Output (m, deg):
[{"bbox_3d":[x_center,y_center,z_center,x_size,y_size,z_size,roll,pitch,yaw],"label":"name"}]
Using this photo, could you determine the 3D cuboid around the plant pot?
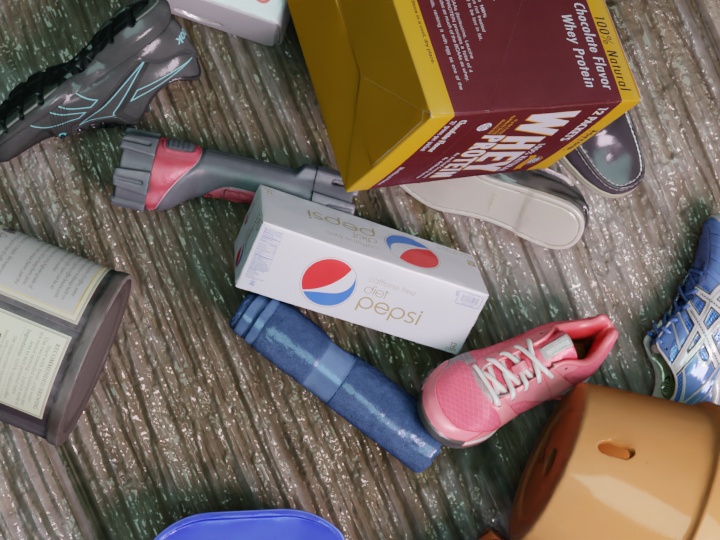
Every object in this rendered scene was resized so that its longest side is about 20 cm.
[{"bbox_3d":[0.207,0.179,0.978,0.139,0.200,0.201,25,87,-2],"label":"plant pot"}]

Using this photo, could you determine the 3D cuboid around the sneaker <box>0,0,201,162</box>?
[{"bbox_3d":[-0.222,-0.140,1.030,0.199,0.076,0.079,-32,124,11],"label":"sneaker"}]

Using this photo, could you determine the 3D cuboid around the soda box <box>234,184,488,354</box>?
[{"bbox_3d":[0.000,0.000,1.018,0.199,0.068,0.064,18,116,-17],"label":"soda box"}]

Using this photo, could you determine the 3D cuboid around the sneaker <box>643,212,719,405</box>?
[{"bbox_3d":[0.288,0.048,1.063,0.077,0.076,0.201,9,87,-8],"label":"sneaker"}]

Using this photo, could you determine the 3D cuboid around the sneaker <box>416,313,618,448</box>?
[{"bbox_3d":[0.128,0.076,1.007,0.199,0.087,0.074,-20,72,-36],"label":"sneaker"}]

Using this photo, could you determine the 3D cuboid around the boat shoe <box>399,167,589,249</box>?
[{"bbox_3d":[0.102,-0.080,1.069,0.199,0.057,0.067,26,123,0],"label":"boat shoe"}]

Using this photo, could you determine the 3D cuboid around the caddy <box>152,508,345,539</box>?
[{"bbox_3d":[-0.090,0.271,1.021,0.199,0.105,0.142,-1,65,-4],"label":"caddy"}]

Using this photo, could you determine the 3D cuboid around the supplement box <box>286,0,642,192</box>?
[{"bbox_3d":[0.074,-0.183,0.966,0.199,0.133,0.198,-9,75,-32],"label":"supplement box"}]

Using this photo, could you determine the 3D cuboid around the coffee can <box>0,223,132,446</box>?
[{"bbox_3d":[-0.300,0.033,0.985,0.199,0.146,0.147,23,88,-3],"label":"coffee can"}]

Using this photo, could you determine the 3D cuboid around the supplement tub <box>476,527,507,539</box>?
[{"bbox_3d":[0.084,0.320,1.021,0.122,0.123,0.200,37,86,-3],"label":"supplement tub"}]

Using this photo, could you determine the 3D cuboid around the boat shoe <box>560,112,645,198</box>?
[{"bbox_3d":[0.185,-0.154,1.064,0.072,0.065,0.201,-25,92,-6],"label":"boat shoe"}]

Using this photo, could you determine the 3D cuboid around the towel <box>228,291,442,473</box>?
[{"bbox_3d":[-0.017,0.086,1.022,0.200,0.112,0.049,38,88,-2],"label":"towel"}]

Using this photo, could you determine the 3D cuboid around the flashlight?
[{"bbox_3d":[-0.106,-0.065,1.045,0.199,0.068,0.068,14,75,-8],"label":"flashlight"}]

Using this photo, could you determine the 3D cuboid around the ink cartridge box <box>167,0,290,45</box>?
[{"bbox_3d":[-0.105,-0.308,1.035,0.144,0.084,0.201,17,88,-4],"label":"ink cartridge box"}]
